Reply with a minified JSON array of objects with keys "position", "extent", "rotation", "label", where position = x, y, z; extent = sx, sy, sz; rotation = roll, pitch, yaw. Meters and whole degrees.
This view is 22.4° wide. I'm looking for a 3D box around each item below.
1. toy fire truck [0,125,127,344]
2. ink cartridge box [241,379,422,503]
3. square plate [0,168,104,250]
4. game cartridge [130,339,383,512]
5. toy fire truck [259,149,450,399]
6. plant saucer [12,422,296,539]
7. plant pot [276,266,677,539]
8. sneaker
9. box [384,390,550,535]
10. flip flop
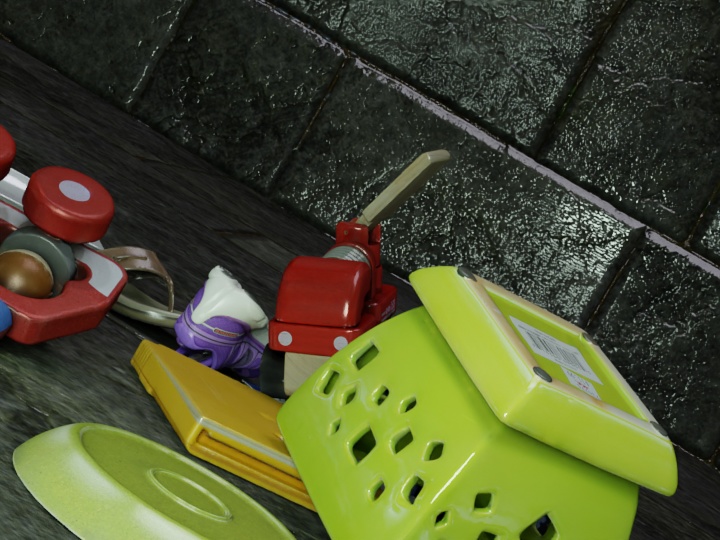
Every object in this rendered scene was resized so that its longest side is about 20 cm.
[{"position":[-0.269,-0.011,1.261],"extent":[0.199,0.112,0.168],"rotation":[30,29,-1],"label":"toy fire truck"},{"position":[-0.011,0.138,1.572],"extent":[0.099,0.039,0.200],"rotation":[24,7,-46],"label":"ink cartridge box"},{"position":[-0.354,-0.079,1.766],"extent":[0.197,0.029,0.200],"rotation":[29,5,-23],"label":"square plate"},{"position":[-0.078,0.124,1.375],"extent":[0.176,0.033,0.200],"rotation":[28,3,-24],"label":"game cartridge"},{"position":[0.000,0.000,1.515],"extent":[0.128,0.202,0.176],"rotation":[5,12,14],"label":"toy fire truck"},{"position":[-0.104,0.140,1.042],"extent":[0.199,0.031,0.200],"rotation":[30,6,-3],"label":"plant saucer"},{"position":[0.088,0.123,1.259],"extent":[0.199,0.182,0.199],"rotation":[25,20,-34],"label":"plant pot"},{"position":[-0.122,0.056,1.560],"extent":[0.081,0.083,0.200],"rotation":[47,-6,18],"label":"sneaker"},{"position":[0.104,0.169,1.584],"extent":[0.200,0.050,0.198],"rotation":[41,-2,-10],"label":"box"},{"position":[-0.216,-0.002,1.632],"extent":[0.199,0.058,0.081],"rotation":[32,5,21],"label":"flip flop"}]
